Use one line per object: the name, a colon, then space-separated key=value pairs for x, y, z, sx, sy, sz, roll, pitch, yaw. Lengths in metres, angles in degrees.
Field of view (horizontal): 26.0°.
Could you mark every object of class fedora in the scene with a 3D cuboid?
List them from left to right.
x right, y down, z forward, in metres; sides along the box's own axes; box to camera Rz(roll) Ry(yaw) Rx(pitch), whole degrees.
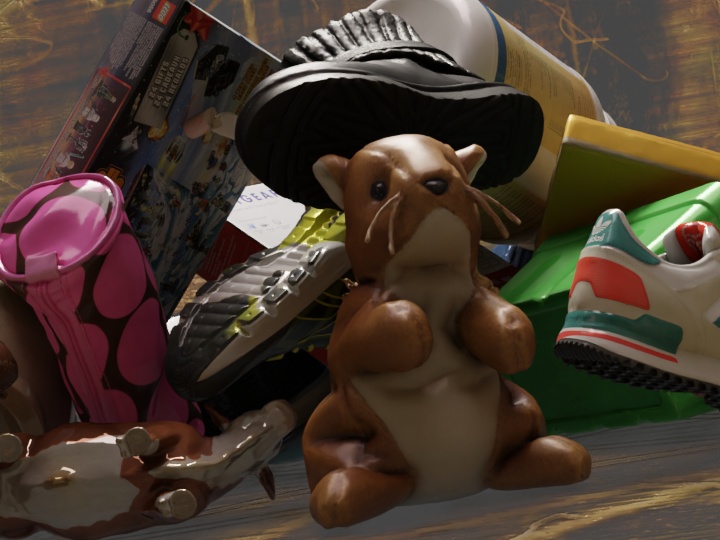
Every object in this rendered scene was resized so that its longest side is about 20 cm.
fedora: x=-0.092 y=0.070 z=1.066 sx=0.200 sy=0.092 sz=0.201 roll=-20 pitch=12 yaw=5

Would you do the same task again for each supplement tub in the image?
supplement tub: x=0.085 y=-0.103 z=1.116 sx=0.145 sy=0.145 sz=0.200 roll=-10 pitch=-25 yaw=39

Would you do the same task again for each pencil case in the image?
pencil case: x=-0.149 y=0.045 z=0.905 sx=0.091 sy=0.200 sz=0.094 roll=1 pitch=42 yaw=20

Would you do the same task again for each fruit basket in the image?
fruit basket: x=0.207 y=0.029 z=0.991 sx=0.215 sy=0.156 sz=0.216 roll=-24 pitch=3 yaw=1

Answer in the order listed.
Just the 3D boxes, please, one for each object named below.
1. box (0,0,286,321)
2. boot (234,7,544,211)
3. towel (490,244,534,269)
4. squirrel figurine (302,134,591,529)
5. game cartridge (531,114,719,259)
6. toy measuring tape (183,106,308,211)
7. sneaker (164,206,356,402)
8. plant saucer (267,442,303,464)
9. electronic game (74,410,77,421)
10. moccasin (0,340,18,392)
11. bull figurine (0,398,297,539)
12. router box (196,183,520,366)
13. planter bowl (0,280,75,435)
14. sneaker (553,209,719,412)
box: x=-0.130 y=-0.063 z=0.970 sx=0.040 sy=0.200 sz=0.137 roll=32 pitch=3 yaw=33
boot: x=-0.013 y=-0.102 z=0.922 sx=0.211 sy=0.080 sz=0.158 roll=0 pitch=27 yaw=-39
towel: x=0.097 y=0.034 z=1.262 sx=0.048 sy=0.112 sz=0.200 roll=30 pitch=-39 yaw=-11
squirrel figurine: x=0.024 y=0.025 z=0.831 sx=0.141 sy=0.187 sz=0.200 roll=-9 pitch=-1 yaw=-7
game cartridge: x=0.220 y=-0.022 z=1.039 sx=0.200 sy=0.032 sz=0.176 roll=14 pitch=-29 yaw=5
toy measuring tape: x=-0.027 y=-0.042 z=0.986 sx=0.200 sy=0.074 sz=0.074 roll=19 pitch=-19 yaw=-40
sneaker: x=-0.025 y=0.022 z=0.916 sx=0.200 sy=0.085 sz=0.074 roll=-40 pitch=30 yaw=-26
plant saucer: x=-0.020 y=0.085 z=1.156 sx=0.200 sy=0.027 sz=0.200 roll=-25 pitch=18 yaw=9
electronic game: x=-0.301 y=0.124 z=1.110 sx=0.200 sy=0.042 sz=0.200 roll=-14 pitch=-24 yaw=-6
moccasin: x=-0.267 y=0.104 z=0.820 sx=0.201 sy=0.078 sz=0.074 roll=-32 pitch=-24 yaw=-16
bull figurine: x=-0.131 y=0.109 z=0.838 sx=0.200 sy=0.065 sz=0.121 roll=-11 pitch=-7 yaw=0
router box: x=0.000 y=0.000 z=1.089 sx=0.179 sy=0.049 sz=0.200 roll=33 pitch=26 yaw=24
planter bowl: x=-0.262 y=0.085 z=0.952 sx=0.200 sy=0.201 sz=0.135 roll=-8 pitch=26 yaw=-19
sneaker: x=0.196 y=0.025 z=0.830 sx=0.200 sy=0.094 sz=0.070 roll=16 pitch=-11 yaw=-25
